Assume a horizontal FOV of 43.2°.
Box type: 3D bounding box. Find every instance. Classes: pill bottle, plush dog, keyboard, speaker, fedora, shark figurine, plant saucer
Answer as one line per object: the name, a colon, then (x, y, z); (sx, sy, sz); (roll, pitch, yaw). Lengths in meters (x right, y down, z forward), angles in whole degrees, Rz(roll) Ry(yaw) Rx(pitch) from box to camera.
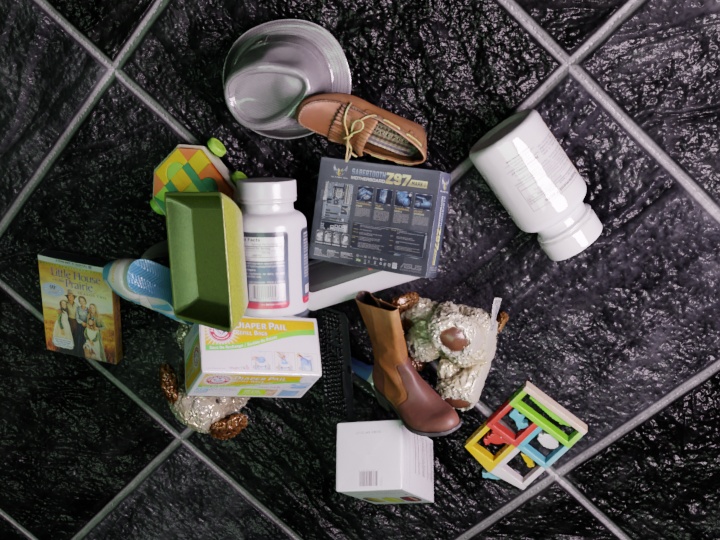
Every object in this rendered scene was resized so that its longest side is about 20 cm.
pill bottle: (0.254, -0.118, 1.295); (0.114, 0.114, 0.200); (-31, 104, 26)
plush dog: (-0.263, 0.204, 1.554); (0.200, 0.172, 0.161); (33, 118, -3)
keyboard: (-0.058, 0.156, 1.525); (0.104, 0.040, 0.201); (17, 116, 48)
pill bottle: (-0.140, -0.038, 1.385); (0.119, 0.120, 0.201); (2, 101, 14)
plush dog: (0.126, 0.097, 1.437); (0.171, 0.161, 0.201); (17, 138, 27)
speaker: (0.000, 0.000, 1.444); (0.199, 0.081, 0.081); (-17, 110, 23)
fedora: (-0.121, -0.270, 1.336); (0.199, 0.090, 0.178); (-6, 114, 18)
shark figurine: (-0.311, -0.018, 1.519); (0.213, 0.090, 0.129); (-1, 114, 14)
plant saucer: (-0.226, -0.020, 1.365); (0.200, 0.048, 0.201); (7, 103, 55)

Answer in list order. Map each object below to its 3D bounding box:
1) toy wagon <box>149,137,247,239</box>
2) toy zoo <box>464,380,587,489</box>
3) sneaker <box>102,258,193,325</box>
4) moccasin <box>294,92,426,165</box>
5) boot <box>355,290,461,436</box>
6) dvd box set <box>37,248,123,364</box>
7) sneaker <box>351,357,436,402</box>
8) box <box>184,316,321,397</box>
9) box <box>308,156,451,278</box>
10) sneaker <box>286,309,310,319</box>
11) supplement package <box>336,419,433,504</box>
toy wagon: (-0.244, -0.105, 1.446); (0.155, 0.040, 0.200); (-41, 79, 19)
toy zoo: (0.270, 0.291, 1.546); (0.131, 0.020, 0.200); (37, 119, -4)
sneaker: (-0.327, 0.030, 1.474); (0.081, 0.077, 0.200); (5, 159, 35)
moccasin: (0.002, -0.198, 1.310); (0.201, 0.078, 0.074); (21, 125, -21)
boot: (0.074, 0.139, 1.387); (0.068, 0.188, 0.201); (-22, 119, -22)
dvd box set: (-0.504, 0.066, 1.644); (0.146, 0.029, 0.201); (11, 118, 10)
sneaker: (0.056, 0.193, 1.539); (0.199, 0.076, 0.077); (28, 82, 11)
box: (-0.176, 0.140, 1.479); (0.199, 0.102, 0.113); (4, 152, -22)
box: (0.027, -0.081, 1.362); (0.199, 0.051, 0.158); (9, 95, 23)
sneaker: (-0.145, -0.006, 1.484); (0.086, 0.078, 0.200); (-38, 101, 24)
supplement package: (0.046, 0.323, 1.513); (0.113, 0.110, 0.200); (-7, 159, 19)
